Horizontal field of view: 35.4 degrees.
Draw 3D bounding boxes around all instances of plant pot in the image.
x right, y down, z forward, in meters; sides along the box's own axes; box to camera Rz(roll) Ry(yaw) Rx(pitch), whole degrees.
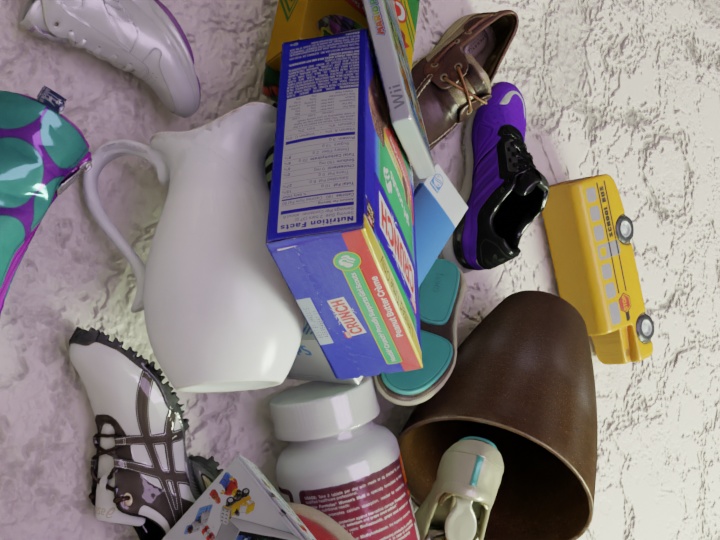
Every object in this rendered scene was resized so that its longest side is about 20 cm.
[{"bbox_3d":[0.146,0.122,1.059,0.187,0.185,0.202,48,45,-24],"label":"plant pot"}]

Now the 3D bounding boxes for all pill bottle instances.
[{"bbox_3d":[-0.011,0.197,0.952,0.108,0.109,0.204,-16,96,-38],"label":"pill bottle"}]

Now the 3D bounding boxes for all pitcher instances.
[{"bbox_3d":[-0.128,-0.011,0.853,0.121,0.168,0.204,34,50,-74],"label":"pitcher"}]

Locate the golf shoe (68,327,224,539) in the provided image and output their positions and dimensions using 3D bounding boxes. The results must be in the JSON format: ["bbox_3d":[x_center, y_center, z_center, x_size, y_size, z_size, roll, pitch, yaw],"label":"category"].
[{"bbox_3d":[-0.172,0.139,0.851,0.094,0.077,0.202,-41,109,-33],"label":"golf shoe"}]

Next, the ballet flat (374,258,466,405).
[{"bbox_3d":[0.056,0.069,1.020,0.070,0.069,0.201,55,35,-20],"label":"ballet flat"}]

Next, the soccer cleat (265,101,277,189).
[{"bbox_3d":[-0.056,-0.081,0.960,0.067,0.080,0.203,30,68,-32],"label":"soccer cleat"}]

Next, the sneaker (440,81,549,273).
[{"bbox_3d":[0.148,-0.093,1.110,0.069,0.099,0.204,25,72,-36],"label":"sneaker"}]

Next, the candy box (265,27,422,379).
[{"bbox_3d":[-0.008,-0.049,0.852,0.170,0.076,0.203,67,19,-50],"label":"candy box"}]

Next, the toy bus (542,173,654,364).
[{"bbox_3d":[0.253,0.002,1.206,0.077,0.065,0.204,-16,96,-37],"label":"toy bus"}]

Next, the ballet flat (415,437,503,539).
[{"bbox_3d":[0.080,0.223,0.977,0.069,0.069,0.202,-40,152,-33],"label":"ballet flat"}]

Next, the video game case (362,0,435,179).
[{"bbox_3d":[0.022,-0.189,0.909,0.143,0.018,0.204,49,27,-74],"label":"video game case"}]

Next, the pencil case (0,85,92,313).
[{"bbox_3d":[-0.262,-0.028,0.790,0.091,0.085,0.203,23,70,-4],"label":"pencil case"}]

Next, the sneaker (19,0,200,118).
[{"bbox_3d":[-0.203,-0.192,0.875,0.099,0.075,0.201,-42,112,-13],"label":"sneaker"}]

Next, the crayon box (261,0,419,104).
[{"bbox_3d":[-0.012,-0.207,0.991,0.126,0.050,0.203,31,51,-33],"label":"crayon box"}]

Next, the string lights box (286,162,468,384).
[{"bbox_3d":[0.000,0.000,0.983,0.059,0.102,0.201,49,60,-29],"label":"string lights box"}]

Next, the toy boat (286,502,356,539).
[{"bbox_3d":[-0.044,0.275,0.844,0.199,0.132,0.130,38,31,17],"label":"toy boat"}]

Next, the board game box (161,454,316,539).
[{"bbox_3d":[-0.115,0.249,0.807,0.200,0.126,0.035,-47,142,-2],"label":"board game box"}]

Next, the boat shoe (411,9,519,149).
[{"bbox_3d":[0.093,-0.185,1.094,0.072,0.071,0.201,52,58,-22],"label":"boat shoe"}]
